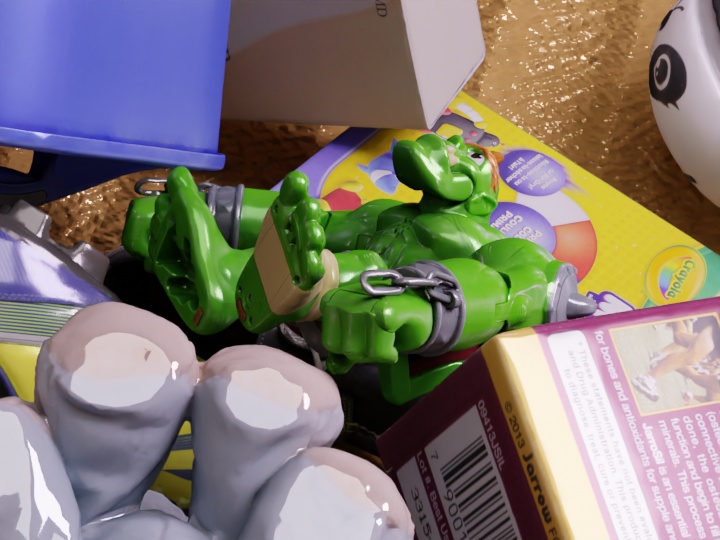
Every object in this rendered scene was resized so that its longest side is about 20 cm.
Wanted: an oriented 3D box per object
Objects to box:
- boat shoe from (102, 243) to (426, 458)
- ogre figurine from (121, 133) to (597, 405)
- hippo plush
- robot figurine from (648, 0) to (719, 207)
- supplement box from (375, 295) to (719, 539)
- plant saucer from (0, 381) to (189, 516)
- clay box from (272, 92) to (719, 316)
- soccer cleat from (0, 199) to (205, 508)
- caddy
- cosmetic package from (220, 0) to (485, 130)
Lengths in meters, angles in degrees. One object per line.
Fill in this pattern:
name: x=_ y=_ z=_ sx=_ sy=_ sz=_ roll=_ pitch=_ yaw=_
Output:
boat shoe: x=-0.017 y=0.036 z=1.203 sx=0.200 sy=0.072 sz=0.068 roll=26 pitch=21 yaw=23
ogre figurine: x=0.000 y=0.000 z=1.117 sx=0.119 sy=0.200 sz=0.099 roll=1 pitch=80 yaw=-30
hippo plush: x=-0.062 y=0.123 z=1.052 sx=0.159 sy=0.161 sz=0.201 roll=-19 pitch=70 yaw=-9
robot figurine: x=0.219 y=-0.103 z=1.302 sx=0.150 sy=0.200 sz=0.125 roll=16 pitch=48 yaw=-55
supplement box: x=0.126 y=0.086 z=1.096 sx=0.199 sy=0.103 sz=0.131 roll=-7 pitch=68 yaw=-30
plant saucer: x=-0.123 y=0.043 z=1.176 sx=0.200 sy=0.019 sz=0.070 roll=37 pitch=48 yaw=-6
clay box: x=0.068 y=0.006 z=1.261 sx=0.200 sy=0.048 sz=0.115 roll=33 pitch=50 yaw=22
soccer cleat: x=-0.089 y=0.057 z=1.149 sx=0.200 sy=0.065 sz=0.084 roll=38 pitch=77 yaw=-12
caddy: x=-0.138 y=-0.075 z=1.183 sx=0.141 sy=0.105 sz=0.200 roll=12 pitch=4 yaw=35
cosmetic package: x=-0.055 y=-0.123 z=1.287 sx=0.199 sy=0.106 sz=0.071 roll=3 pitch=34 yaw=26
